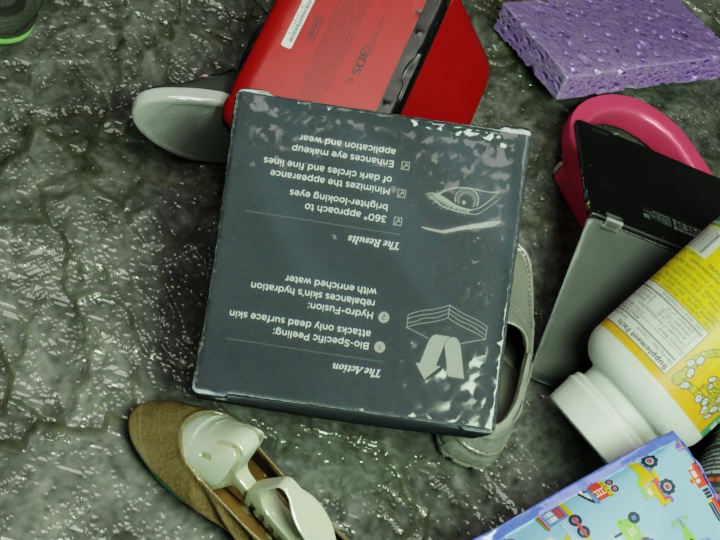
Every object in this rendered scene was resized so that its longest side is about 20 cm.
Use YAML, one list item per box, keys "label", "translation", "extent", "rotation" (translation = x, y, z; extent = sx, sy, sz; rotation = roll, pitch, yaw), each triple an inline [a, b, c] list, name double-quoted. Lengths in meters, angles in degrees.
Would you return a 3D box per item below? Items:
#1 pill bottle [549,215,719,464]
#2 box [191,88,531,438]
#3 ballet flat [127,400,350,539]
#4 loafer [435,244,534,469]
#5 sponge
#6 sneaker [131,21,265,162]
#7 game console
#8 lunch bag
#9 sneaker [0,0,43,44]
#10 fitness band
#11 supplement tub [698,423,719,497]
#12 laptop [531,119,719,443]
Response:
- label: "pill bottle"
  translation: [0.240, 0.058, 1.169]
  extent: [0.200, 0.113, 0.113]
  rotation: [-42, 79, 1]
- label: "box"
  translation: [0.000, 0.000, 1.064]
  extent: [0.195, 0.117, 0.202]
  rotation: [8, 82, -2]
- label: "ballet flat"
  translation: [-0.068, 0.146, 1.037]
  extent: [0.200, 0.072, 0.068]
  rotation: [46, 51, 9]
- label: "loafer"
  translation: [0.102, 0.052, 1.184]
  extent: [0.069, 0.070, 0.201]
  rotation: [20, 52, -13]
- label: "sponge"
  translation: [0.229, -0.205, 1.424]
  extent: [0.199, 0.030, 0.112]
  rotation: [-10, 46, -31]
- label: "sneaker"
  translation: [-0.092, -0.142, 1.221]
  extent: [0.199, 0.071, 0.100]
  rotation: [1, 59, -33]
- label: "game console"
  translation: [0.002, -0.137, 1.220]
  extent: [0.171, 0.119, 0.201]
  rotation: [23, 67, 1]
- label: "lunch bag"
  translation: [0.184, 0.209, 1.060]
  extent: [0.199, 0.094, 0.151]
  rotation: [-28, 72, -11]
- label: "sneaker"
  translation: [-0.252, -0.249, 1.202]
  extent: [0.076, 0.084, 0.201]
  rotation: [28, 51, -6]
- label: "fitness band"
  translation: [0.245, -0.061, 1.354]
  extent: [0.143, 0.037, 0.201]
  rotation: [-13, 66, -35]
- label: "supplement tub"
  translation: [0.292, 0.170, 1.168]
  extent: [0.107, 0.107, 0.201]
  rotation: [34, 59, -1]
- label: "laptop"
  translation: [0.235, 0.009, 1.278]
  extent: [0.186, 0.116, 0.201]
  rotation: [21, 37, -16]
